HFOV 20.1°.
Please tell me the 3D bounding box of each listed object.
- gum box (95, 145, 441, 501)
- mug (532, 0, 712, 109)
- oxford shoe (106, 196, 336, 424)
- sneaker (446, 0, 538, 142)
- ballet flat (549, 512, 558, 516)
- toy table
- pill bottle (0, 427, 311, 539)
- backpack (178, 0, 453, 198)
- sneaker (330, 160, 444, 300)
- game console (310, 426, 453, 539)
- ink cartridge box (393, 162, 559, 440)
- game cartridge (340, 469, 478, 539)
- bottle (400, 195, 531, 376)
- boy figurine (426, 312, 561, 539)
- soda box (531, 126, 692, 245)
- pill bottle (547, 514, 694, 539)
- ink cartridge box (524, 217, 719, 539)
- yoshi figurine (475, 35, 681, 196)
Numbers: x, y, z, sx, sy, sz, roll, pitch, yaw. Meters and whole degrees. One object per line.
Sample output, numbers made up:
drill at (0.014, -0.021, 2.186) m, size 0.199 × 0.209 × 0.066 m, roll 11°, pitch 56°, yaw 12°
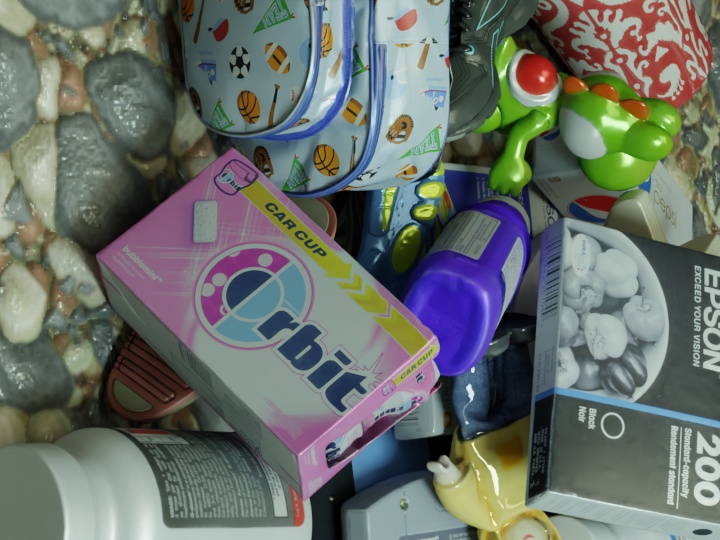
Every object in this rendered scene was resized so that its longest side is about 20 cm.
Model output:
gum box at (-0.053, 0.034, 1.235) m, size 0.113 × 0.200 × 0.066 m, roll -39°, pitch 156°, yaw -18°
mug at (0.203, -0.238, 1.614) m, size 0.200 × 0.133 × 0.178 m, roll 51°, pitch 55°, yaw -39°
oxford shoe at (-0.084, 0.038, 1.319) m, size 0.200 × 0.070 × 0.075 m, roll -43°, pitch 156°, yaw -24°
sneaker at (0.064, -0.168, 1.401) m, size 0.080 × 0.075 × 0.201 m, roll 66°, pitch 34°, yaw -39°
ballet flat at (0.164, 0.212, 1.612) m, size 0.072 × 0.068 × 0.202 m, roll 5°, pitch 86°, yaw -29°
toy table at (0.193, 0.033, 1.530) m, size 0.185 × 0.116 × 0.201 m, roll 58°, pitch 41°, yaw -28°
pill bottle at (-0.133, 0.153, 1.222) m, size 0.199 × 0.115 × 0.117 m, roll 8°, pitch 83°, yaw -49°
backpack at (-0.023, -0.142, 1.306) m, size 0.153 × 0.199 × 0.193 m, roll -15°, pitch 99°, yaw -35°
sneaker at (0.000, -0.001, 1.411) m, size 0.070 × 0.083 × 0.201 m, roll 23°, pitch 85°, yaw -18°
game console at (0.023, 0.183, 1.468) m, size 0.199 × 0.031 × 0.179 m, roll -7°, pitch 95°, yaw -50°
ink cartridge box at (0.089, 0.022, 1.525) m, size 0.199 × 0.047 × 0.200 m, roll 3°, pitch 80°, yaw -55°
game cartridge at (0.059, 0.211, 1.463) m, size 0.199 × 0.041 × 0.135 m, roll 1°, pitch 89°, yaw -49°
bottle at (0.077, 0.001, 1.391) m, size 0.200 × 0.065 × 0.084 m, roll -55°, pitch 164°, yaw -64°
boy figurine at (0.099, 0.136, 1.435) m, size 0.124 × 0.064 × 0.202 m, roll -15°, pitch 104°, yaw -36°
soda box at (0.204, -0.063, 1.621) m, size 0.200 × 0.068 × 0.064 m, roll 41°, pitch 47°, yaw -53°
pill bottle at (0.212, 0.230, 1.531) m, size 0.199 × 0.112 × 0.113 m, roll 9°, pitch 82°, yaw -43°
ink cartridge box at (0.214, 0.081, 1.407) m, size 0.198 × 0.043 × 0.200 m, roll 13°, pitch 69°, yaw -21°
yoshi figurine at (0.139, -0.109, 1.491) m, size 0.112 × 0.198 × 0.113 m, roll -12°, pitch 119°, yaw -65°
